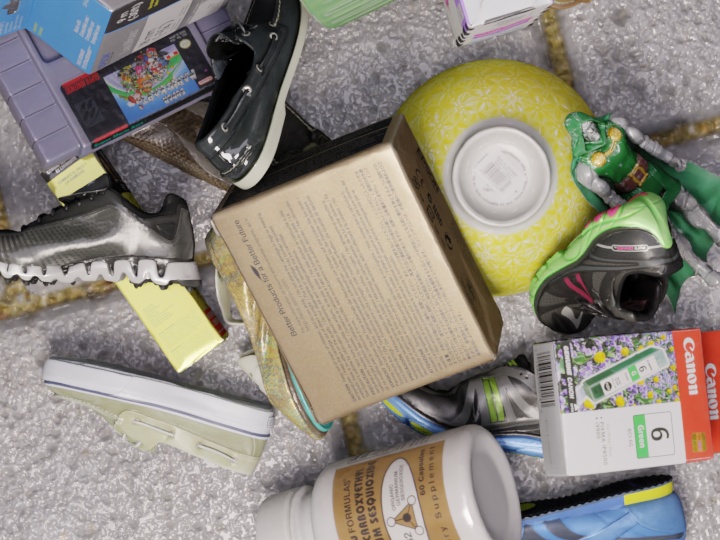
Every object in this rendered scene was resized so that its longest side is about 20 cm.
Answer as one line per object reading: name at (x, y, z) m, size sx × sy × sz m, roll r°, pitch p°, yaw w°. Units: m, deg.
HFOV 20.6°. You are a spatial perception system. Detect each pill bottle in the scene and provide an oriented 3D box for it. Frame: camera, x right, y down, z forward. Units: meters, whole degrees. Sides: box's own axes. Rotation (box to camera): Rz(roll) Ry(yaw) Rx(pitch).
pill bottle at (0.021, 0.203, 1.603) m, size 0.198 × 0.114 × 0.115 m, roll -18°, pitch 92°, yaw 23°

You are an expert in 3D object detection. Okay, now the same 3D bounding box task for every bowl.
bowl at (0.112, -0.077, 1.619) m, size 0.198 × 0.108 × 0.203 m, roll 0°, pitch 91°, yaw 0°

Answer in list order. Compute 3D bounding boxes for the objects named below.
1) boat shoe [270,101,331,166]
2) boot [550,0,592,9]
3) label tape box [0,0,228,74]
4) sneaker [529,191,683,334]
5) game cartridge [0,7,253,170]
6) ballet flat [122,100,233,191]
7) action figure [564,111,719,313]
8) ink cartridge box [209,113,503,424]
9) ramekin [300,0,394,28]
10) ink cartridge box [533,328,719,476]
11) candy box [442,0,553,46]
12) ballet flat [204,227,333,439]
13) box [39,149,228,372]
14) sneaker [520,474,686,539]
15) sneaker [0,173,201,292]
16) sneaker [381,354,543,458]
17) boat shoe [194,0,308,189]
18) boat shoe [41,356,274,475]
boat shoe at (-0.031, -0.078, 1.628) m, size 0.072 × 0.066 × 0.201 m, roll -42°, pitch 97°, yaw -35°
boot at (0.162, -0.294, 1.564) m, size 0.065 × 0.200 × 0.177 m, roll -16°, pitch 92°, yaw 0°
label tape box at (-0.188, -0.213, 1.530) m, size 0.199 × 0.144 × 0.064 m, roll -29°, pitch 85°, yaw -19°
sneaker at (0.195, 0.013, 1.580) m, size 0.076 × 0.200 × 0.084 m, roll -23°, pitch 75°, yaw -23°
game cartridge at (-0.198, -0.177, 1.610) m, size 0.199 × 0.038 × 0.130 m, roll -29°, pitch 80°, yaw -21°
ballet flat at (-0.158, -0.114, 1.652) m, size 0.198 × 0.046 × 0.068 m, roll 23°, pitch 61°, yaw -6°
action figure at (0.232, -0.065, 1.607) m, size 0.200 × 0.055 × 0.119 m, roll 38°, pitch 77°, yaw -28°
ink cartridge box at (0.000, 0.000, 1.571) m, size 0.163 × 0.075 × 0.201 m, roll -20°, pitch 111°, yaw 19°
ramekin at (-0.029, -0.291, 1.570) m, size 0.097 × 0.200 × 0.201 m, roll -28°, pitch 92°, yaw 9°
ink cartridge box at (0.244, 0.104, 1.621) m, size 0.198 × 0.050 × 0.110 m, roll -4°, pitch 85°, yaw -17°
candy box at (0.089, -0.272, 1.564) m, size 0.071 × 0.200 × 0.169 m, roll -17°, pitch 92°, yaw 1°
ballet flat at (-0.080, 0.048, 1.649) m, size 0.070 × 0.071 × 0.202 m, roll -18°, pitch 93°, yaw 1°
box at (-0.186, -0.012, 1.637) m, size 0.050 × 0.075 × 0.201 m, roll -34°, pitch 91°, yaw 1°
sneaker at (0.174, 0.227, 1.651) m, size 0.198 × 0.066 × 0.079 m, roll -11°, pitch 96°, yaw 0°
sneaker at (-0.223, -0.032, 1.570) m, size 0.198 × 0.066 × 0.092 m, roll 2°, pitch 90°, yaw -3°
sneaker at (0.111, 0.109, 1.649) m, size 0.197 × 0.071 × 0.084 m, roll 8°, pitch 86°, yaw -6°
boat shoe at (-0.093, -0.163, 1.574) m, size 0.066 × 0.074 × 0.201 m, roll 26°, pitch 61°, yaw -26°
boat shoe at (-0.171, 0.120, 1.643) m, size 0.198 × 0.072 × 0.063 m, roll 15°, pitch 90°, yaw -3°
